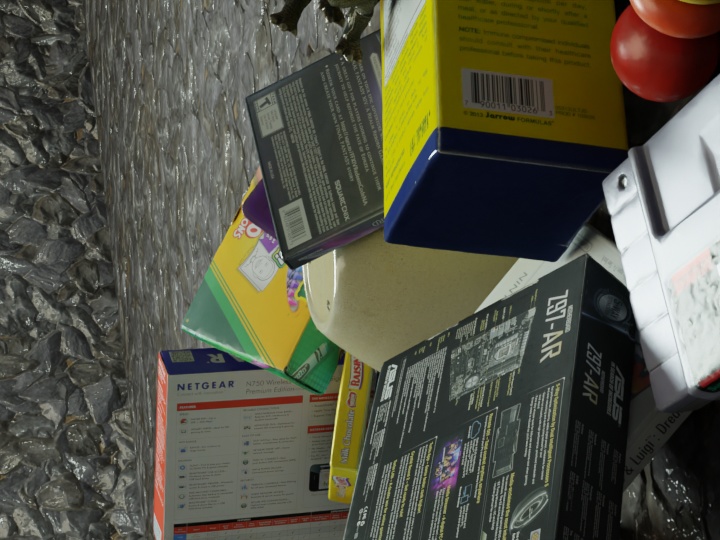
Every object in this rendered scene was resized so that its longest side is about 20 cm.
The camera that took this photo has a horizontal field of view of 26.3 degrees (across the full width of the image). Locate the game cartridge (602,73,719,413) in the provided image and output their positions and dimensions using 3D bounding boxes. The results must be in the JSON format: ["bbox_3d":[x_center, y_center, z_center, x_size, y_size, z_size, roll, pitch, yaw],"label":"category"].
[{"bbox_3d":[0.177,-0.028,0.671,0.200,0.038,0.131,132,138,-55],"label":"game cartridge"}]

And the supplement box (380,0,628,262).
[{"bbox_3d":[0.076,-0.122,0.869,0.109,0.108,0.202,121,152,-62],"label":"supplement box"}]

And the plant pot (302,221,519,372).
[{"bbox_3d":[0.035,-0.009,1.041,0.200,0.133,0.203,177,90,-73],"label":"plant pot"}]

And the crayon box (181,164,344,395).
[{"bbox_3d":[-0.042,-0.018,1.197,0.118,0.058,0.201,20,80,39],"label":"crayon box"}]

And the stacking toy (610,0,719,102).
[{"bbox_3d":[0.160,-0.158,0.703,0.201,0.084,0.086,96,163,-52],"label":"stacking toy"}]

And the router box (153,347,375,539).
[{"bbox_3d":[-0.079,0.156,1.352,0.049,0.198,0.181,-126,38,-62],"label":"router box"}]

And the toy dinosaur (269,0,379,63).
[{"bbox_3d":[-0.006,-0.192,0.903,0.103,0.076,0.201,-55,15,31],"label":"toy dinosaur"}]

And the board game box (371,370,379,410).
[{"bbox_3d":[0.019,0.181,1.195,0.200,0.034,0.137,-81,-5,-68],"label":"board game box"}]

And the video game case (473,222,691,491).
[{"bbox_3d":[0.098,0.068,0.840,0.182,0.024,0.200,-50,26,5],"label":"video game case"}]

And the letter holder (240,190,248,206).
[{"bbox_3d":[-0.040,-0.049,1.358,0.200,0.099,0.144,-149,60,-71],"label":"letter holder"}]

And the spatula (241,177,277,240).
[{"bbox_3d":[0.000,0.000,1.133,0.057,0.200,0.020,-54,20,-22],"label":"spatula"}]

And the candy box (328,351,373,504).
[{"bbox_3d":[-0.007,0.120,1.211,0.200,0.026,0.103,97,-176,-74],"label":"candy box"}]

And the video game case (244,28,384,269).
[{"bbox_3d":[0.025,-0.100,0.991,0.019,0.198,0.144,50,-160,-51],"label":"video game case"}]

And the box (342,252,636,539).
[{"bbox_3d":[0.060,0.106,0.777,0.160,0.043,0.201,-31,33,39],"label":"box"}]
